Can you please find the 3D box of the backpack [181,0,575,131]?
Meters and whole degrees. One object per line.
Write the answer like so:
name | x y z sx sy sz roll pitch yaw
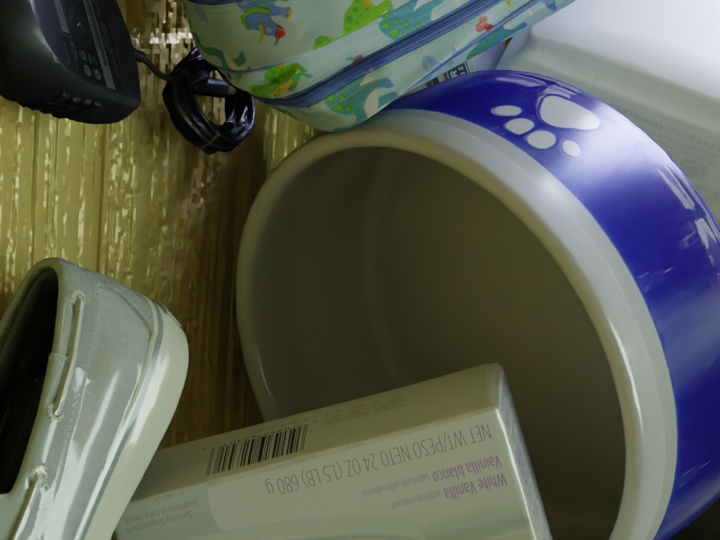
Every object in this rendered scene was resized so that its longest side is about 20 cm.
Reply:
backpack | 0.020 -0.143 1.075 0.200 0.163 0.154 -20 117 -22

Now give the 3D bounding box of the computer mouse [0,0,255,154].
computer mouse | -0.089 -0.073 1.053 0.200 0.034 0.059 19 52 -66

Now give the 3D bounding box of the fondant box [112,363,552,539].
fondant box | 0.008 0.149 1.047 0.058 0.144 0.200 -83 157 -74

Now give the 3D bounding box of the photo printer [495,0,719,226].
photo printer | 0.157 -0.099 1.188 0.200 0.166 0.070 -60 170 -47

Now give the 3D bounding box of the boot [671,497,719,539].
boot | 0.105 0.162 1.280 0.073 0.200 0.182 61 43 -38

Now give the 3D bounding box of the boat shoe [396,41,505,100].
boat shoe | 0.024 -0.135 1.209 0.200 0.065 0.074 -80 153 -55

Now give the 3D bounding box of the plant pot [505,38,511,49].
plant pot | 0.126 -0.029 1.298 0.200 0.184 0.201 -24 118 -58

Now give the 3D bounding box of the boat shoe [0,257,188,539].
boat shoe | -0.128 0.089 0.986 0.071 0.070 0.201 35 68 -33

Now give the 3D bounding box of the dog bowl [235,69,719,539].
dog bowl | 0.050 0.028 1.102 0.079 0.200 0.201 -28 121 -41
